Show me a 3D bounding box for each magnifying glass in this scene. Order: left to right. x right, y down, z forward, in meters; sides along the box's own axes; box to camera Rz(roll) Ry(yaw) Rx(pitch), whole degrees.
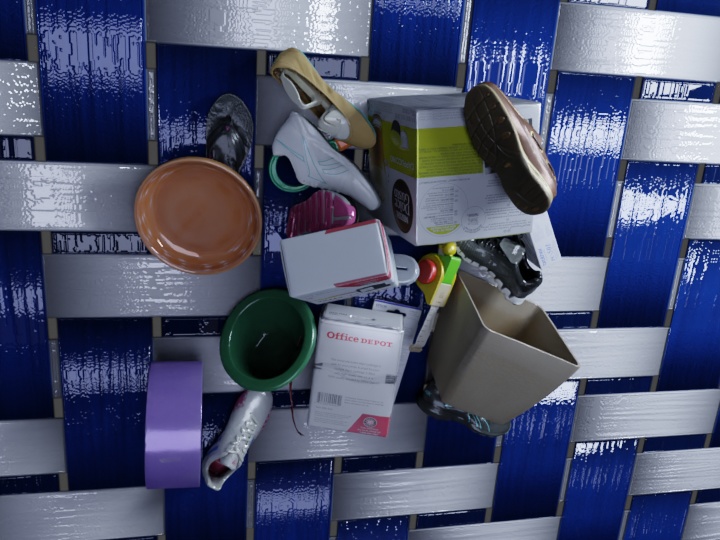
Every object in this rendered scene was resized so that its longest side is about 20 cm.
[{"bbox_3d":[-0.058,-0.195,1.137,0.199,0.022,0.080,-27,111,-1],"label":"magnifying glass"}]

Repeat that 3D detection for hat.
[{"bbox_3d":[-0.145,0.153,1.228,0.164,0.176,0.201,23,76,18],"label":"hat"}]

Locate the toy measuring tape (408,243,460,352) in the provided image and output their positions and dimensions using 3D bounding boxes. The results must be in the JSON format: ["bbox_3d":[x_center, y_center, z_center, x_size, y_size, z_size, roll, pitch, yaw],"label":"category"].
[{"bbox_3d":[0.116,0.040,1.216,0.073,0.074,0.202,17,102,-17],"label":"toy measuring tape"}]

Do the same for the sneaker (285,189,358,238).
[{"bbox_3d":[-0.044,-0.080,1.097,0.087,0.199,0.075,5,84,-29],"label":"sneaker"}]

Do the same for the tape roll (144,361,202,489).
[{"bbox_3d":[-0.300,0.249,1.132,0.084,0.200,0.202,2,108,-12],"label":"tape roll"}]

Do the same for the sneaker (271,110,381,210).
[{"bbox_3d":[-0.053,-0.157,1.099,0.200,0.070,0.080,41,97,-3],"label":"sneaker"}]

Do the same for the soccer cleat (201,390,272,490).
[{"bbox_3d":[-0.212,0.299,1.230,0.069,0.086,0.201,29,100,-20],"label":"soccer cleat"}]

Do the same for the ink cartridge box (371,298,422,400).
[{"bbox_3d":[0.039,0.148,1.264,0.094,0.037,0.202,12,108,-15],"label":"ink cartridge box"}]

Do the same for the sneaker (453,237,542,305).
[{"bbox_3d":[0.239,-0.030,1.206,0.200,0.067,0.090,43,139,-8],"label":"sneaker"}]

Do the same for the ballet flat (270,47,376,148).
[{"bbox_3d":[-0.062,-0.251,1.072,0.200,0.069,0.063,45,55,-3],"label":"ballet flat"}]

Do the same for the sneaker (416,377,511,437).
[{"bbox_3d":[0.207,0.255,1.318,0.198,0.075,0.080,20,101,-19],"label":"sneaker"}]

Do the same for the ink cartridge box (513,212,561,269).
[{"bbox_3d":[0.282,-0.109,1.202,0.044,0.094,0.201,-25,111,-4],"label":"ink cartridge box"}]

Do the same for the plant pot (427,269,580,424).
[{"bbox_3d":[0.229,0.149,1.233,0.198,0.200,0.178,22,113,-18],"label":"plant pot"}]

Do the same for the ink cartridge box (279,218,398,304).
[{"bbox_3d":[-0.024,-0.007,1.044,0.144,0.200,0.084,-13,83,6],"label":"ink cartridge box"}]

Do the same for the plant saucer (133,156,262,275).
[{"bbox_3d":[-0.253,-0.087,1.097,0.198,0.038,0.202,-1,121,-1],"label":"plant saucer"}]

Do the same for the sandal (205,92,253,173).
[{"bbox_3d":[-0.213,-0.173,1.092,0.075,0.048,0.202,10,107,-15],"label":"sandal"}]

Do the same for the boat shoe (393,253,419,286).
[{"bbox_3d":[0.000,0.000,1.184,0.198,0.071,0.073,12,72,6],"label":"boat shoe"}]

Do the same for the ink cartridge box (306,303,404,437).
[{"bbox_3d":[-0.009,0.169,1.202,0.144,0.085,0.202,8,107,1],"label":"ink cartridge box"}]

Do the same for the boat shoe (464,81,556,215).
[{"bbox_3d":[0.211,-0.174,0.965,0.201,0.072,0.068,55,52,-18],"label":"boat shoe"}]

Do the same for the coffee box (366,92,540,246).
[{"bbox_3d":[0.136,-0.164,1.083,0.198,0.200,0.200,-8,110,-17],"label":"coffee box"}]
